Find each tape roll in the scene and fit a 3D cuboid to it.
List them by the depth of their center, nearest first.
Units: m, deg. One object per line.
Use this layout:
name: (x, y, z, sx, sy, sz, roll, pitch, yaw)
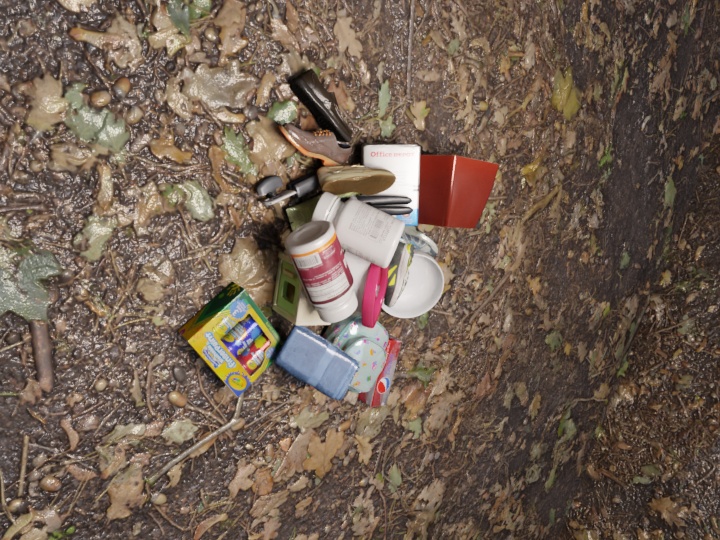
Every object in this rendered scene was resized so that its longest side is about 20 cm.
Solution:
tape roll: (0.000, 0.000, 1.318, 0.202, 0.069, 0.208, 12, 90, -82)

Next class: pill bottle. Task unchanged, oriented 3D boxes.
pill bottle: (-0.079, 0.005, 1.136, 0.113, 0.113, 0.203, -35, 122, -25)
pill bottle: (-0.007, -0.097, 1.183, 0.197, 0.114, 0.116, 25, 90, 5)

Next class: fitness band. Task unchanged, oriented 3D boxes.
fitness band: (0.034, 0.055, 1.285, 0.202, 0.037, 0.146, 89, 18, -56)

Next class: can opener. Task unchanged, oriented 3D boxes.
can opener: (-0.151, -0.208, 1.220, 0.198, 0.053, 0.068, -32, 120, -29)
can opener: (0.034, -0.158, 1.285, 0.195, 0.079, 0.065, -9, 78, -6)

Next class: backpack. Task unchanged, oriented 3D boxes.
backpack: (-0.018, 0.210, 1.392, 0.174, 0.152, 0.203, 32, 80, -34)

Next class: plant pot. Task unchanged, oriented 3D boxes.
plant pot: (0.230, -0.210, 1.410, 0.197, 0.198, 0.181, -1, 99, -41)

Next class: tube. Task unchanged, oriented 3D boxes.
tube: (-0.092, -0.161, 1.288, 0.198, 0.052, 0.059, -33, 86, -23)

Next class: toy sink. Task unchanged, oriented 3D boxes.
toy sink: (-0.131, 0.015, 1.254, 0.110, 0.129, 0.205, 3, 102, -38)

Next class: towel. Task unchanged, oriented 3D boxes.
towel: (-0.105, 0.222, 1.258, 0.198, 0.048, 0.113, 34, 84, -16)

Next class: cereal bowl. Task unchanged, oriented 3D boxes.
cereal bowl: (0.132, 0.028, 1.474, 0.195, 0.084, 0.204, -3, 117, -7)

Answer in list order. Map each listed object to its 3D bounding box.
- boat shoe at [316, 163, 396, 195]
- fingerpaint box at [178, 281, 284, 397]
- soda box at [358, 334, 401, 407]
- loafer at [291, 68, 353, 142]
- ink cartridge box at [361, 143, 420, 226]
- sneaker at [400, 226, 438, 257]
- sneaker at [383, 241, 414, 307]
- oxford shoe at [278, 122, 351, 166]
boat shoe: (-0.007, -0.225, 1.240, 0.196, 0.065, 0.072, -6, 147, -27)
fingerpaint box: (-0.290, 0.161, 1.208, 0.167, 0.073, 0.202, -43, 125, -21)
soda box: (0.056, 0.291, 1.528, 0.069, 0.063, 0.205, 8, 98, -40)
loafer: (-0.074, -0.383, 1.214, 0.072, 0.072, 0.200, -54, 129, -12)
ink cartridge box: (0.075, -0.221, 1.338, 0.142, 0.084, 0.205, -1, 107, -4)
sneaker: (0.140, -0.082, 1.488, 0.198, 0.078, 0.087, 32, 96, -33)
sneaker: (0.084, 0.004, 1.381, 0.075, 0.083, 0.203, -48, 156, -55)
oxford shoe: (-0.102, -0.302, 1.206, 0.198, 0.072, 0.073, 18, 119, -47)
